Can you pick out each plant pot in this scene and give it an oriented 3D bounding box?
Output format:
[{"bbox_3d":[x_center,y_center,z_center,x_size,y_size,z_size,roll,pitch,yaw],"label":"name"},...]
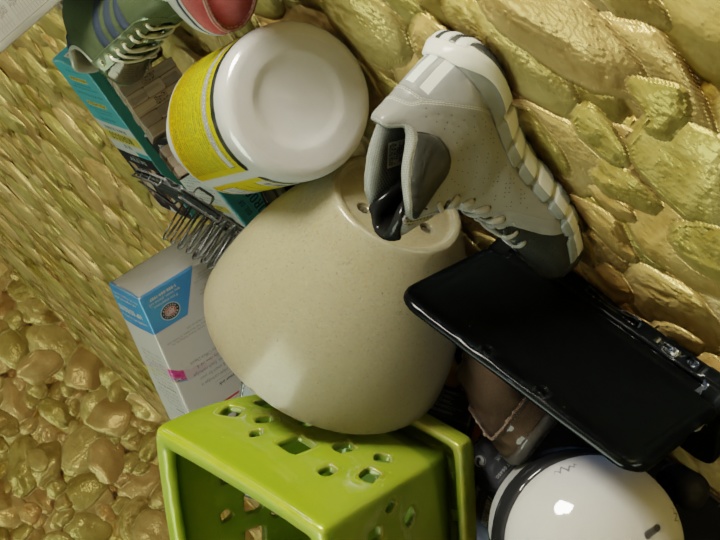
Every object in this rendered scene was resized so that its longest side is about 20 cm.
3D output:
[{"bbox_3d":[-0.021,0.197,1.140,0.199,0.181,0.200,24,130,42],"label":"plant pot"}]

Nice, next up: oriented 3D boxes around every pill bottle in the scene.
[{"bbox_3d":[-0.079,-0.115,1.093,0.112,0.112,0.200,49,163,-14],"label":"pill bottle"}]

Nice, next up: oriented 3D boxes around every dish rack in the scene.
[{"bbox_3d":[-0.111,-0.017,1.246,0.200,0.055,0.153,35,173,-23],"label":"dish rack"}]

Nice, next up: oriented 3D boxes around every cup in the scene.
[{"bbox_3d":[0.000,0.000,1.090,0.200,0.200,0.143,41,131,14],"label":"cup"}]

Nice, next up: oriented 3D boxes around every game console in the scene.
[{"bbox_3d":[0.143,0.074,1.010,0.200,0.116,0.176,38,162,25],"label":"game console"}]

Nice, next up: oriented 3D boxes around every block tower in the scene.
[{"bbox_3d":[-0.189,-0.173,1.247,0.200,0.058,0.054,57,172,-3],"label":"block tower"}]

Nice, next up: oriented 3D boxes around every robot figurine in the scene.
[{"bbox_3d":[0.153,0.186,1.011,0.125,0.150,0.200,22,175,2],"label":"robot figurine"}]

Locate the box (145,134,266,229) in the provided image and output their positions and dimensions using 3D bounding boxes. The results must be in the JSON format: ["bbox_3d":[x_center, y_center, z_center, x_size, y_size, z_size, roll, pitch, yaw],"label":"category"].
[{"bbox_3d":[-0.110,-0.064,1.366,0.200,0.049,0.082,53,161,-24],"label":"box"}]

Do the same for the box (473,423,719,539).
[{"bbox_3d":[0.186,0.209,1.218,0.198,0.123,0.200,38,162,17],"label":"box"}]

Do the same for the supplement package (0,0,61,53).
[{"bbox_3d":[-0.303,-0.263,1.119,0.152,0.200,0.151,20,151,54],"label":"supplement package"}]

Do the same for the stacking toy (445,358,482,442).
[{"bbox_3d":[0.054,0.093,1.290,0.146,0.146,0.200,39,147,20],"label":"stacking toy"}]

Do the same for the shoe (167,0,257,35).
[{"bbox_3d":[-0.084,-0.209,0.953,0.091,0.071,0.200,43,160,27],"label":"shoe"}]

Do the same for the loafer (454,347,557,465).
[{"bbox_3d":[0.101,0.085,1.100,0.071,0.073,0.200,38,-176,-11],"label":"loafer"}]

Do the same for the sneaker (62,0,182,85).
[{"bbox_3d":[-0.171,-0.188,1.138,0.200,0.067,0.090,13,103,51],"label":"sneaker"}]

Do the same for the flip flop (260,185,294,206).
[{"bbox_3d":[-0.059,-0.074,1.254,0.200,0.058,0.081,58,172,10],"label":"flip flop"}]

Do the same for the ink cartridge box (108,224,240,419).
[{"bbox_3d":[-0.140,0.074,1.378,0.068,0.115,0.200,21,137,52],"label":"ink cartridge box"}]

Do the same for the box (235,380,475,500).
[{"bbox_3d":[-0.011,0.151,1.267,0.200,0.044,0.160,17,123,10],"label":"box"}]

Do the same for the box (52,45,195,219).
[{"bbox_3d":[-0.219,-0.144,1.465,0.082,0.049,0.200,23,152,52],"label":"box"}]

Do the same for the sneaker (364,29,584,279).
[{"bbox_3d":[0.060,-0.044,0.926,0.075,0.115,0.200,23,152,51],"label":"sneaker"}]
